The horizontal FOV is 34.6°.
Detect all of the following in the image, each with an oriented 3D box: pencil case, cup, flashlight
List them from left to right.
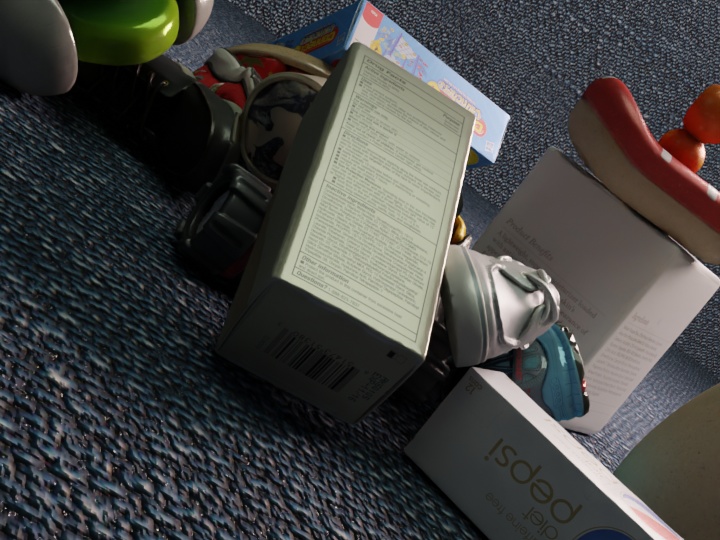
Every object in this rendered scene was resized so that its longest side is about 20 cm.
[{"bbox_3d":[-0.024,0.016,0.746,0.200,0.068,0.068,39,4,-23],"label":"flashlight"},{"bbox_3d":[-0.025,-0.106,0.848,0.088,0.079,0.200,0,9,16],"label":"pencil case"},{"bbox_3d":[0.287,0.149,0.798,0.198,0.144,0.201,15,32,-9],"label":"cup"}]

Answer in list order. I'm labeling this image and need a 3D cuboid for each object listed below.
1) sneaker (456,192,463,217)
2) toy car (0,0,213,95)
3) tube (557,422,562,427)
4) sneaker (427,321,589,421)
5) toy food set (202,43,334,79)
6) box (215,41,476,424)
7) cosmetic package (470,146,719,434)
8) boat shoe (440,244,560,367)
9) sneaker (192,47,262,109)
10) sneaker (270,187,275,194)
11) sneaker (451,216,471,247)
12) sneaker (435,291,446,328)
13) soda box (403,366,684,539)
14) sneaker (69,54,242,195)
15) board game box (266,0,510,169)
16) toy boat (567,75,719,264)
[{"bbox_3d":[0.024,-0.061,1.049,0.199,0.074,0.079,6,-31,51],"label":"sneaker"},{"bbox_3d":[-0.200,-0.229,0.790,0.174,0.151,0.200,-30,63,-37],"label":"toy car"},{"bbox_3d":[0.132,0.127,0.862,0.078,0.050,0.200,51,6,1],"label":"tube"},{"bbox_3d":[0.087,0.066,0.838,0.200,0.095,0.080,-171,-111,-78],"label":"sneaker"},{"bbox_3d":[-0.064,-0.144,1.105,0.199,0.049,0.197,31,-22,-27],"label":"toy food set"},{"bbox_3d":[-0.003,-0.027,0.656,0.094,0.078,0.201,30,45,-13],"label":"box"},{"bbox_3d":[0.205,0.024,1.109,0.165,0.201,0.165,45,12,31],"label":"cosmetic package"},{"bbox_3d":[0.087,0.021,0.705,0.200,0.068,0.073,37,44,-78],"label":"boat shoe"},{"bbox_3d":[-0.110,-0.120,0.953,0.077,0.085,0.200,56,-6,-27],"label":"sneaker"},{"bbox_3d":[0.004,-0.019,0.926,0.199,0.078,0.091,31,6,-28],"label":"sneaker"},{"bbox_3d":[0.093,-0.017,1.229,0.078,0.082,0.200,43,10,24],"label":"sneaker"},{"bbox_3d":[0.000,-0.001,0.849,0.114,0.076,0.201,5,-33,19],"label":"sneaker"},{"bbox_3d":[0.122,0.146,0.657,0.200,0.068,0.064,43,11,24],"label":"soda box"},{"bbox_3d":[-0.161,-0.120,0.852,0.106,0.075,0.200,22,12,-35],"label":"sneaker"},{"bbox_3d":[0.009,-0.163,1.140,0.199,0.056,0.195,32,-23,-28],"label":"board game box"},{"bbox_3d":[0.285,-0.108,1.027,0.199,0.131,0.131,35,13,-10],"label":"toy boat"}]
